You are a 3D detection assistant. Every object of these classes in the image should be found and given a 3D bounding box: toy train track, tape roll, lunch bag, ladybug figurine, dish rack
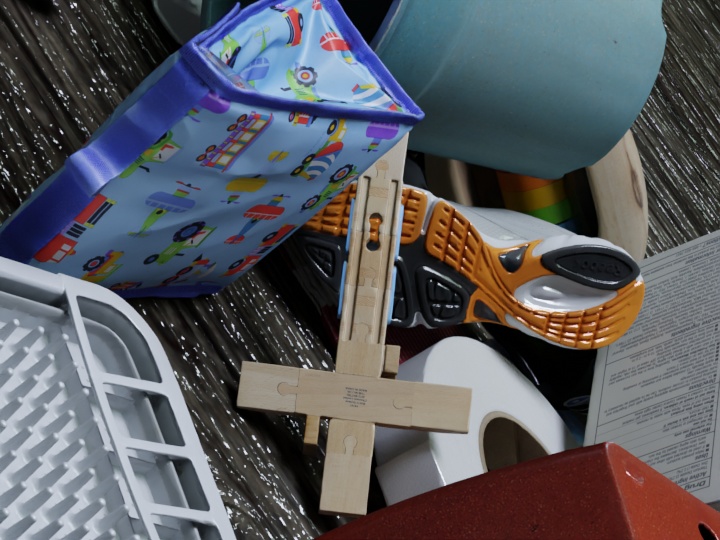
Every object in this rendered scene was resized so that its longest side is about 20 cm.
[{"bbox_3d":[0.001,0.026,1.170,0.033,0.114,0.201,100,-3,-73],"label":"toy train track"},{"bbox_3d":[0.079,0.130,1.229,0.203,0.037,0.203,46,26,-30],"label":"tape roll"},{"bbox_3d":[-0.082,-0.050,1.081,0.094,0.150,0.200,53,23,6],"label":"lunch bag"},{"bbox_3d":[0.113,-0.055,1.443,0.072,0.135,0.201,-52,134,-60],"label":"ladybug figurine"},{"bbox_3d":[-0.141,0.068,0.936,0.200,0.043,0.172,21,38,-50],"label":"dish rack"}]

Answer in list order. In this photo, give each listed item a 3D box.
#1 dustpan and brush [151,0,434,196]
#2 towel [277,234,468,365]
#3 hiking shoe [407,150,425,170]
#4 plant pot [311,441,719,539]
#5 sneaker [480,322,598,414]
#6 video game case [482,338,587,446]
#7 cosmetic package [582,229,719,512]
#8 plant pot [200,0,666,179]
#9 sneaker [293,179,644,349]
[{"bbox_3d":[-0.021,-0.104,1.361,0.200,0.057,0.139,34,26,31],"label":"dustpan and brush"},{"bbox_3d":[0.000,0.000,1.325,0.200,0.023,0.144,58,23,14],"label":"towel"},{"bbox_3d":[0.025,-0.155,1.494,0.200,0.087,0.074,53,-13,-11],"label":"hiking shoe"},{"bbox_3d":[0.097,0.193,1.018,0.200,0.176,0.200,34,28,-35],"label":"plant pot"},{"bbox_3d":[0.140,0.064,1.386,0.200,0.079,0.089,37,36,-14],"label":"sneaker"},{"bbox_3d":[0.161,0.141,1.409,0.182,0.022,0.201,19,39,-51],"label":"video game case"},{"bbox_3d":[0.183,0.078,1.272,0.073,0.103,0.201,43,41,-30],"label":"cosmetic package"},{"bbox_3d":[0.049,-0.145,1.270,0.195,0.200,0.201,16,39,-34],"label":"plant pot"},{"bbox_3d":[0.051,-0.006,1.291,0.199,0.076,0.092,16,9,-18],"label":"sneaker"}]
